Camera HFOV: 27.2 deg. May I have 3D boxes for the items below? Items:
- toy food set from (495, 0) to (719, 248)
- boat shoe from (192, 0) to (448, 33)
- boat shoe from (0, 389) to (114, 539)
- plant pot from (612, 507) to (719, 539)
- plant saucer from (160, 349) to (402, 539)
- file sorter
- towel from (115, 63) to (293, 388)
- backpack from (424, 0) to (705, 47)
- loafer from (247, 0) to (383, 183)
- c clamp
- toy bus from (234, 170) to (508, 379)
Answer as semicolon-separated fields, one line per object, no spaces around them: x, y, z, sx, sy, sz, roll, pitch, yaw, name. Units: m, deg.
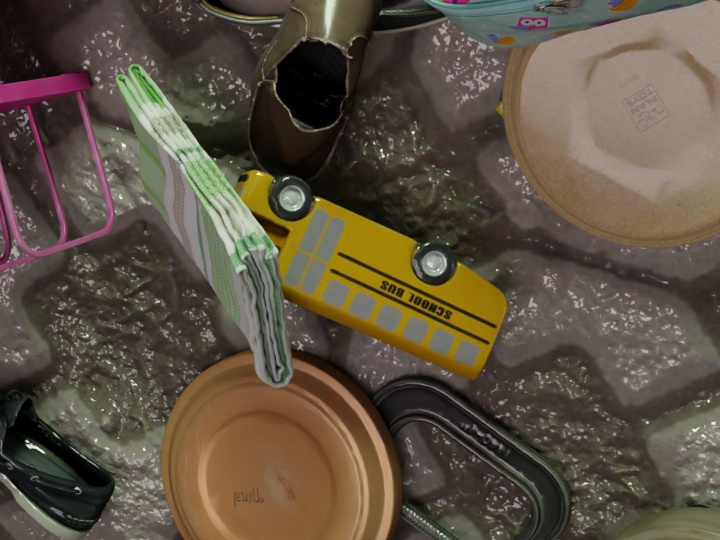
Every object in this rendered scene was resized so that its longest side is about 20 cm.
0.187;-0.112;0.956;0.198;0.049;0.200;42;118;0;toy food set
-0.014;-0.189;0.984;0.200;0.068;0.072;3;107;16;boat shoe
-0.281;0.132;1.201;0.199;0.075;0.066;44;116;-3;boat shoe
0.212;0.282;1.010;0.200;0.173;0.200;9;106;32;plant pot
-0.066;0.160;1.139;0.200;0.032;0.201;4;101;23;plant saucer
-0.300;-0.056;1.083;0.200;0.139;0.126;-11;97;23;file sorter
-0.109;-0.028;1.009;0.200;0.031;0.149;52;159;34;towel
0.109;-0.227;0.867;0.200;0.153;0.176;-14;80;30;backpack
-0.041;-0.117;0.983;0.073;0.071;0.200;17;145;-1;loafer
0.052;0.169;1.131;0.200;0.027;0.171;31;112;7;c clamp
0.000;0.000;1.021;0.200;0.065;0.078;24;89;-11;toy bus
